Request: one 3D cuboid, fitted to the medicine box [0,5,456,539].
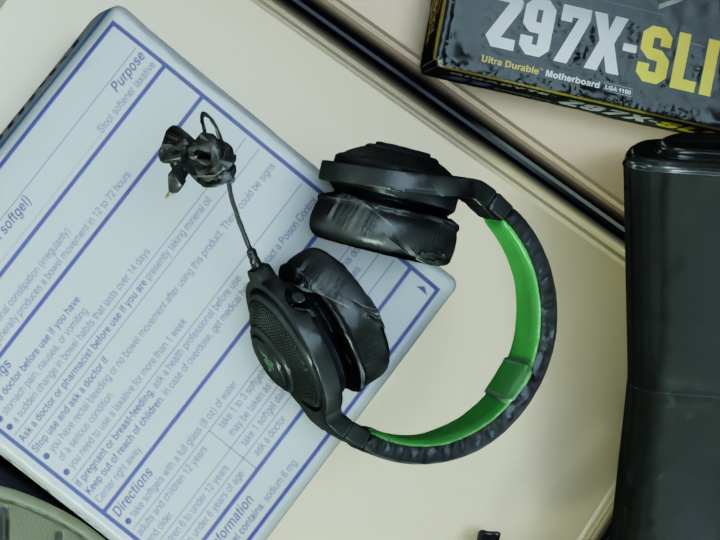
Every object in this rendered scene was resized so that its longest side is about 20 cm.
[{"bbox_3d":[-0.093,0.017,1.318,0.200,0.103,0.182,39,82,-6],"label":"medicine box"}]

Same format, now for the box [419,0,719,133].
[{"bbox_3d":[0.139,-0.150,1.395,0.199,0.049,0.161,13,88,-10],"label":"box"}]

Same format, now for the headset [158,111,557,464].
[{"bbox_3d":[0.000,0.000,1.237,0.200,0.094,0.124,35,82,-20],"label":"headset"}]

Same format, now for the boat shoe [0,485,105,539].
[{"bbox_3d":[-0.202,0.130,1.312,0.199,0.068,0.075,8,78,-9],"label":"boat shoe"}]

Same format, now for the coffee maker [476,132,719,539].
[{"bbox_3d":[0.157,0.042,1.333,0.191,0.135,0.201,-1,97,-13],"label":"coffee maker"}]
